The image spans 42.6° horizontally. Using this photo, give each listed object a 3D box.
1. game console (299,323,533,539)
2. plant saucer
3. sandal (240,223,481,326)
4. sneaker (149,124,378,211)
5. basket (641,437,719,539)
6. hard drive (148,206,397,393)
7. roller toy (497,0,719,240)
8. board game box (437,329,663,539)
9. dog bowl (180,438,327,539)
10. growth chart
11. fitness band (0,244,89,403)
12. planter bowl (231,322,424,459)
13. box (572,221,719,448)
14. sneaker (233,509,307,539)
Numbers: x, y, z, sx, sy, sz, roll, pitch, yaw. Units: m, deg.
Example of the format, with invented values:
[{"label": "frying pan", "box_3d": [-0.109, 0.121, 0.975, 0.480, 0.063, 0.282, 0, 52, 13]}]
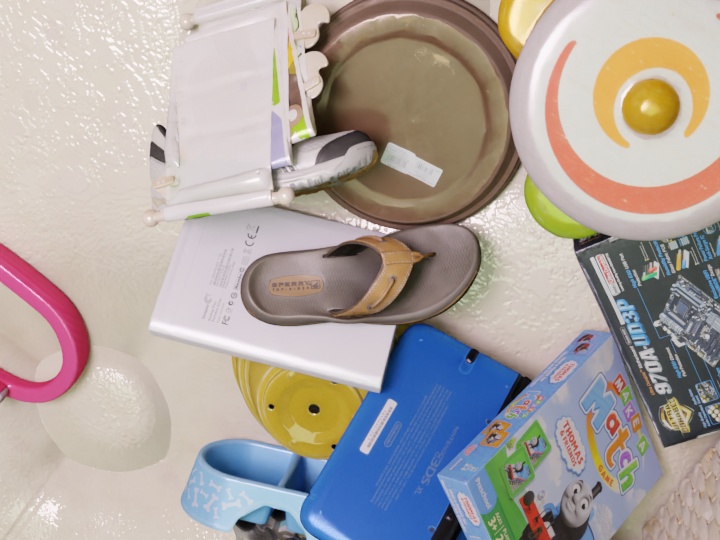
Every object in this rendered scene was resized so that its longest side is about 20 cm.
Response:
[{"label": "game console", "box_3d": [0.070, 0.178, 0.787, 0.170, 0.201, 0.119, 28, 160, 14]}, {"label": "plant saucer", "box_3d": [0.038, -0.122, 0.742, 0.198, 0.030, 0.202, 4, 114, 9]}, {"label": "sandal", "box_3d": [0.000, 0.000, 0.740, 0.198, 0.055, 0.082, -4, 70, 0]}, {"label": "sneaker", "box_3d": [-0.085, -0.097, 0.732, 0.198, 0.076, 0.088, -9, 90, 18]}, {"label": "basket", "box_3d": [0.346, 0.249, 0.744, 0.160, 0.200, 0.199, 29, 116, 0]}, {"label": "hard drive", "box_3d": [-0.063, 0.015, 0.780, 0.198, 0.027, 0.133, 13, 71, 7]}, {"label": "roller toy", "box_3d": [0.194, -0.121, 0.636, 0.181, 0.140, 0.202, -7, 103, 14]}, {"label": "board game box", "box_3d": [0.163, 0.167, 0.756, 0.036, 0.200, 0.152, 1, 122, 52]}, {"label": "dog bowl", "box_3d": [-0.069, 0.208, 0.868, 0.198, 0.111, 0.050, 11, 102, 7]}, {"label": "growth chart", "box_3d": [-0.092, -0.132, 0.708, 0.143, 0.018, 0.202, -2, 71, 19]}, {"label": "fitness band", "box_3d": [-0.360, 0.050, 0.898, 0.200, 0.037, 0.144, 39, 115, -7]}, {"label": "planter bowl", "box_3d": [-0.033, 0.105, 0.826, 0.199, 0.084, 0.202, 5, 114, 11]}, {"label": "box", "box_3d": [0.283, 0.032, 0.745, 0.158, 0.046, 0.201, -23, 107, 21]}, {"label": "sneaker", "box_3d": [-0.073, 0.289, 0.858, 0.077, 0.200, 0.087, -9, 110, -10]}]
